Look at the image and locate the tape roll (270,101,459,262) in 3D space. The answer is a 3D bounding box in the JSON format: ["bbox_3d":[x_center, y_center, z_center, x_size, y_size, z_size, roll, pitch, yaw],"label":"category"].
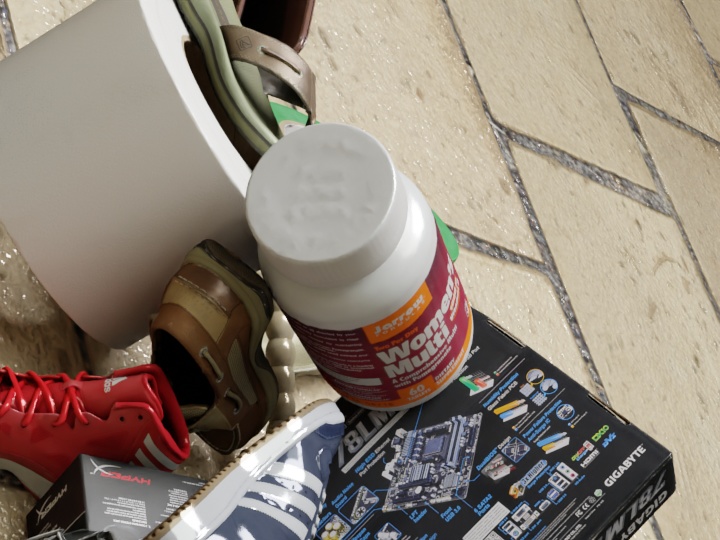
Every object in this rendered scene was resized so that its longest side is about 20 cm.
[{"bbox_3d":[-0.016,-0.054,1.496,0.200,0.048,0.201,33,16,-11],"label":"tape roll"}]

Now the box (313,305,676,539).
[{"bbox_3d":[0.063,0.138,1.215,0.198,0.200,0.050,35,-21,33],"label":"box"}]

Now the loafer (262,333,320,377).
[{"bbox_3d":[-0.041,0.039,1.401,0.199,0.068,0.076,-5,62,-57],"label":"loafer"}]

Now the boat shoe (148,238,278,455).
[{"bbox_3d":[-0.100,0.060,1.180,0.075,0.201,0.074,32,62,19],"label":"boat shoe"}]

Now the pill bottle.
[{"bbox_3d":[0.000,0.000,1.167,0.200,0.109,0.110,62,7,-60],"label":"pill bottle"}]

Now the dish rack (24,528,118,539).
[{"bbox_3d":[-0.157,0.232,0.956,0.055,0.152,0.201,84,-18,-55],"label":"dish rack"}]

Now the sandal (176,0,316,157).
[{"bbox_3d":[-0.064,-0.130,1.235,0.202,0.057,0.080,65,10,22],"label":"sandal"}]

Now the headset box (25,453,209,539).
[{"bbox_3d":[-0.103,0.218,1.083,0.148,0.075,0.201,16,45,-32],"label":"headset box"}]

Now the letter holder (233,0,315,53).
[{"bbox_3d":[-0.112,-0.221,1.506,0.100,0.142,0.201,37,32,-26],"label":"letter holder"}]

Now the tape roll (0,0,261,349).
[{"bbox_3d":[-0.144,-0.070,1.233,0.204,0.138,0.203,58,10,-16],"label":"tape roll"}]

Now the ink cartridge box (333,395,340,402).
[{"bbox_3d":[0.049,0.163,1.319,0.084,0.144,0.201,24,39,-41],"label":"ink cartridge box"}]

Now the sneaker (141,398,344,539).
[{"bbox_3d":[-0.044,0.155,1.081,0.109,0.070,0.200,49,35,3],"label":"sneaker"}]

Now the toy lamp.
[{"bbox_3d":[-0.054,0.070,1.302,0.058,0.058,0.202,15,71,-48],"label":"toy lamp"}]

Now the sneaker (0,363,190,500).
[{"bbox_3d":[-0.183,0.069,1.108,0.199,0.115,0.079,30,36,-36],"label":"sneaker"}]
